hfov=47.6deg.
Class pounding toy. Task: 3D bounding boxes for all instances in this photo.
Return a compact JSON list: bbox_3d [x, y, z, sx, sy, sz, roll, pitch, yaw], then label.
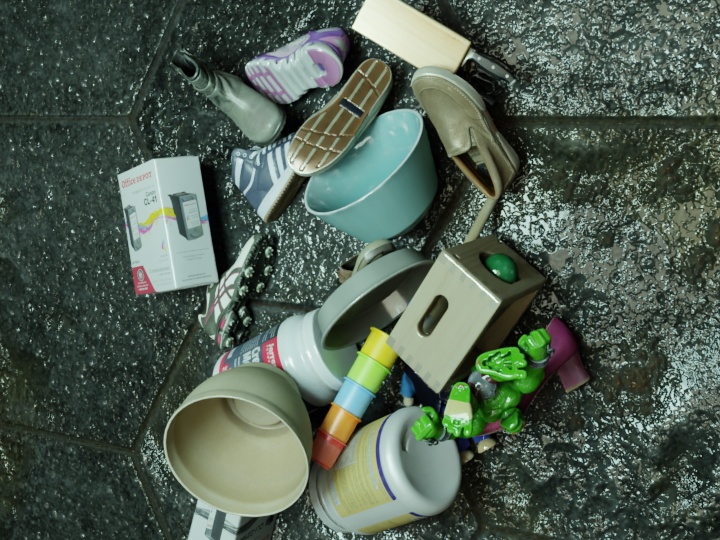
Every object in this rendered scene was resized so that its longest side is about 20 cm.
[{"bbox_3d":[0.145,0.021,1.093,0.142,0.183,0.202,41,119,21],"label":"pounding toy"}]

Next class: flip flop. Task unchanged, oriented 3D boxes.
[{"bbox_3d":[0.000,0.000,1.162,0.080,0.201,0.058,-32,75,-21],"label":"flip flop"}]

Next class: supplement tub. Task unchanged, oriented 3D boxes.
[{"bbox_3d":[0.032,0.290,1.162,0.199,0.144,0.147,-32,81,42],"label":"supplement tub"},{"bbox_3d":[-0.113,0.154,1.235,0.198,0.140,0.142,-29,83,24],"label":"supplement tub"}]

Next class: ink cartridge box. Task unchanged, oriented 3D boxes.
[{"bbox_3d":[-0.311,-0.069,1.311,0.146,0.085,0.204,-8,93,50],"label":"ink cartridge box"},{"bbox_3d":[-0.186,0.354,1.285,0.083,0.144,0.204,21,104,20],"label":"ink cartridge box"}]

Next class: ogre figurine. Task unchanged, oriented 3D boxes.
[{"bbox_3d":[0.167,0.155,1.037,0.098,0.120,0.202,33,90,31],"label":"ogre figurine"}]

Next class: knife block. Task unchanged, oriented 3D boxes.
[{"bbox_3d":[0.108,-0.288,1.080,0.176,0.198,0.065,47,114,45],"label":"knife block"}]

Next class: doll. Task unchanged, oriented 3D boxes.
[{"bbox_3d":[0.122,0.172,1.180,0.135,0.048,0.202,-34,84,20],"label":"doll"}]

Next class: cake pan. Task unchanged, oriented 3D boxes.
[{"bbox_3d":[0.021,0.037,1.134,0.200,0.199,0.037,-42,70,21],"label":"cake pan"}]

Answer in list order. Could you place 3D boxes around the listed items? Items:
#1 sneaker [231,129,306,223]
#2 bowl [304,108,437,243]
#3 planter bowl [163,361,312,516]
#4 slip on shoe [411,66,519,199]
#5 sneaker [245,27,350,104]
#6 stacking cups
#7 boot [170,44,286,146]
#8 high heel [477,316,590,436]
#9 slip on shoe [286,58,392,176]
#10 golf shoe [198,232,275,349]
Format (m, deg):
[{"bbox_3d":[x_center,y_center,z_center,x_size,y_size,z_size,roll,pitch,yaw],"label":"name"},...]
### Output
[{"bbox_3d":[-0.123,-0.182,1.248,0.108,0.070,0.201,44,113,13],"label":"sneaker"},{"bbox_3d":[0.029,-0.116,1.136,0.198,0.203,0.105,-26,124,24],"label":"bowl"},{"bbox_3d":[-0.151,0.212,1.115,0.196,0.135,0.204,5,119,9],"label":"planter bowl"},{"bbox_3d":[0.134,-0.178,1.073,0.075,0.061,0.200,-7,134,48],"label":"slip on shoe"},{"bbox_3d":[-0.088,-0.313,1.221,0.198,0.089,0.081,-3,139,42],"label":"sneaker"},{"bbox_3d":[-0.008,0.182,1.149,0.060,0.061,0.202,26,82,19],"label":"stacking cups"},{"bbox_3d":[-0.203,-0.260,1.208,0.200,0.130,0.068,42,102,42],"label":"boot"},{"bbox_3d":[0.208,0.148,1.116,0.198,0.067,0.097,-29,92,0],"label":"high heel"},{"bbox_3d":[-0.027,-0.212,1.167,0.076,0.061,0.201,36,84,7],"label":"slip on shoe"},{"bbox_3d":[-0.204,0.024,1.303,0.087,0.077,0.203,31,106,26],"label":"golf shoe"}]
